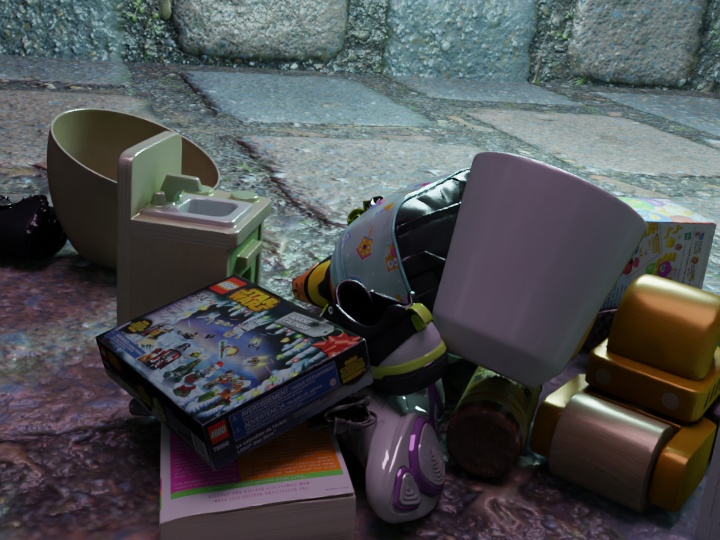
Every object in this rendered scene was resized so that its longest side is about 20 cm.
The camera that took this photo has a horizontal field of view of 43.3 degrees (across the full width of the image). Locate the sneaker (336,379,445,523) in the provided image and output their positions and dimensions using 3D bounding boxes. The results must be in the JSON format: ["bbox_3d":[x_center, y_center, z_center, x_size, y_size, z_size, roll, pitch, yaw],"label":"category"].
[{"bbox_3d":[0.016,0.134,0.717,0.098,0.076,0.200,-15,19,13],"label":"sneaker"}]

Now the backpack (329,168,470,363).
[{"bbox_3d":[0.058,0.008,0.877,0.152,0.178,0.199,-17,6,31],"label":"backpack"}]

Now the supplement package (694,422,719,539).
[{"bbox_3d":[0.361,0.129,0.670,0.198,0.158,0.110,-10,23,-37],"label":"supplement package"}]

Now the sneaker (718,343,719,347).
[{"bbox_3d":[0.369,0.086,0.843,0.197,0.123,0.083,15,21,22],"label":"sneaker"}]

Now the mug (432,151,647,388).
[{"bbox_3d":[0.145,0.014,0.730,0.185,0.155,0.149,25,-4,-17],"label":"mug"}]

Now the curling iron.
[{"bbox_3d":[-0.084,0.102,0.683,0.197,0.026,0.050,1,5,15],"label":"curling iron"}]

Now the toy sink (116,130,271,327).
[{"bbox_3d":[-0.153,-0.017,0.859,0.110,0.203,0.131,8,19,7],"label":"toy sink"}]

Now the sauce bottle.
[{"bbox_3d":[0.125,0.107,0.798,0.065,0.067,0.200,11,21,14],"label":"sauce bottle"}]

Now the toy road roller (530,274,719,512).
[{"bbox_3d":[0.238,0.091,0.753,0.122,0.148,0.199,18,23,32],"label":"toy road roller"}]

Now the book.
[{"bbox_3d":[-0.086,0.138,0.687,0.131,0.049,0.200,0,19,-11],"label":"book"}]

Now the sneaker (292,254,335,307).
[{"bbox_3d":[0.000,0.000,1.030,0.089,0.071,0.199,-2,8,29],"label":"sneaker"}]

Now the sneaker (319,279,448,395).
[{"bbox_3d":[-0.003,0.043,0.740,0.071,0.084,0.198,-29,18,-36],"label":"sneaker"}]

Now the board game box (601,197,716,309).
[{"bbox_3d":[0.262,-0.019,0.984,0.197,0.107,0.103,1,19,-15],"label":"board game box"}]

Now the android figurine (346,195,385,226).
[{"bbox_3d":[0.078,-0.069,1.102,0.179,0.042,0.200,-6,-3,17],"label":"android figurine"}]

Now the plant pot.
[{"bbox_3d":[-0.280,-0.083,1.068,0.198,0.136,0.201,21,26,-11],"label":"plant pot"}]

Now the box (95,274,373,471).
[{"bbox_3d":[-0.102,0.067,0.692,0.136,0.040,0.199,-25,27,-30],"label":"box"}]

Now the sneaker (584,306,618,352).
[{"bbox_3d":[0.324,0.076,0.954,0.197,0.071,0.090,8,8,0],"label":"sneaker"}]

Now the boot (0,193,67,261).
[{"bbox_3d":[-0.448,-0.050,1.043,0.165,0.078,0.200,8,13,16],"label":"boot"}]
